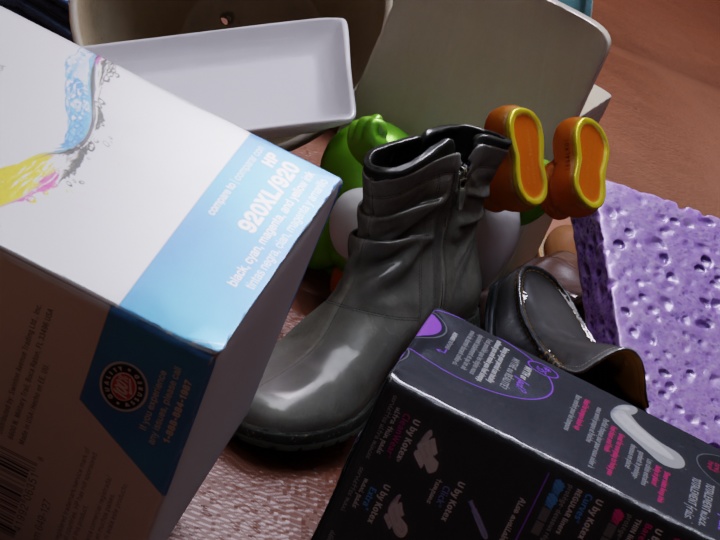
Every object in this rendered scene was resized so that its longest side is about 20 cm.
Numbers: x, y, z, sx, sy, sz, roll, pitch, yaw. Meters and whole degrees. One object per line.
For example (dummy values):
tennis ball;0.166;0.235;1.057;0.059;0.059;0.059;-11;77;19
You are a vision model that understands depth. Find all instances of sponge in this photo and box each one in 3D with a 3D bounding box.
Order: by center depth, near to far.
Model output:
sponge;0.178;0.049;1.320;0.111;0.030;0.201;16;50;-27

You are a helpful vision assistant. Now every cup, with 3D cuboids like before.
cup;-0.075;-0.155;1.517;0.200;0.201;0.143;27;-6;8

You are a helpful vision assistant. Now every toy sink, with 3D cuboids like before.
toy sink;0.069;-0.089;1.449;0.130;0.201;0.112;27;19;12

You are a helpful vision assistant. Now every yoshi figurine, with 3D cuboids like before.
yoshi figurine;0.039;-0.055;1.339;0.113;0.200;0.112;55;46;-17

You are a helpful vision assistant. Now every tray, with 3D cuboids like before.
tray;-0.103;-0.102;1.405;0.199;0.022;0.108;-7;39;1

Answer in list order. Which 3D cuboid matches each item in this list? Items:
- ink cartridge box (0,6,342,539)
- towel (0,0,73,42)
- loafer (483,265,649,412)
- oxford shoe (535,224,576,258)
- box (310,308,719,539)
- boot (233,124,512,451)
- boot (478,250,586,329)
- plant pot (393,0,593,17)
ink cartridge box;-0.139;0.004;0.970;0.199;0.148;0.145;27;38;4
towel;-0.174;-0.191;1.665;0.111;0.049;0.200;28;19;10
loafer;0.120;0.065;1.215;0.073;0.072;0.200;16;37;-35
oxford shoe;0.176;0.013;1.512;0.071;0.072;0.200;11;21;-31
box;0.090;0.118;1.059;0.199;0.106;0.122;26;18;5
boot;0.000;0.000;1.182;0.068;0.131;0.200;22;31;29
boot;0.128;0.065;1.331;0.186;0.064;0.200;32;23;19
plant pot;0.041;-0.187;1.719;0.195;0.201;0.200;10;22;-17
